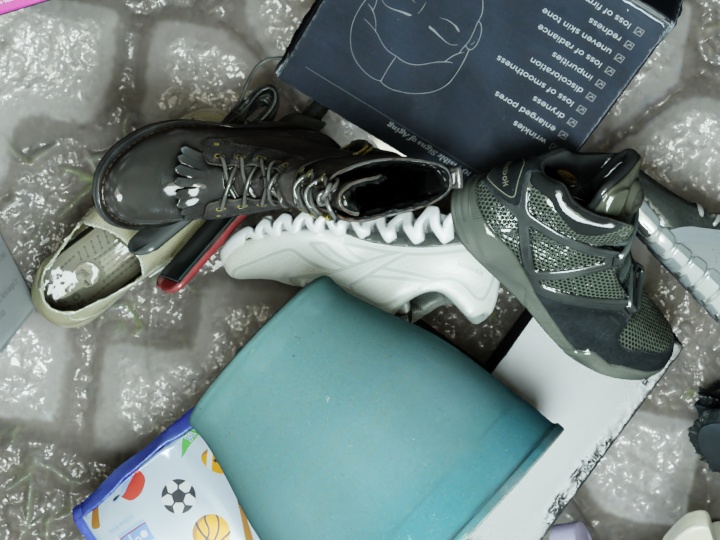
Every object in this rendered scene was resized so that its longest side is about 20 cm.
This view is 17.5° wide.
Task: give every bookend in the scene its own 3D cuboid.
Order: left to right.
[{"bbox_3d":[0.087,0.071,1.653,0.200,0.092,0.199,35,96,-2],"label":"bookend"}]

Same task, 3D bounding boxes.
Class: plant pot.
[{"bbox_3d":[-0.003,0.113,1.526,0.188,0.200,0.200,43,100,6],"label":"plant pot"}]

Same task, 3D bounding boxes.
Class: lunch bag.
[{"bbox_3d":[-0.082,0.190,1.667,0.170,0.124,0.200,-39,108,7],"label":"lunch bag"}]

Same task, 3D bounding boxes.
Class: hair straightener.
[{"bbox_3d":[-0.087,-0.080,1.608,0.200,0.041,0.077,-45,117,-10],"label":"hair straightener"}]

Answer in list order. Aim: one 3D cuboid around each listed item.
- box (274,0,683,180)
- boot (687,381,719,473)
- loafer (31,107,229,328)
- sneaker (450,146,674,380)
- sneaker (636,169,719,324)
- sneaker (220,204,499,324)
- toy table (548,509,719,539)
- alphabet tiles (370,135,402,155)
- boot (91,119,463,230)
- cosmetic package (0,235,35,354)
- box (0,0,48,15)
[{"bbox_3d":[0.083,-0.172,1.534,0.199,0.124,0.197,31,128,-5],"label":"box"},{"bbox_3d":[0.295,0.167,1.617,0.076,0.200,0.169,-23,104,-3],"label":"boot"},{"bbox_3d":[-0.154,-0.030,1.647,0.076,0.068,0.200,42,98,-7],"label":"loafer"},{"bbox_3d":[0.161,-0.006,1.522,0.114,0.076,0.199,-26,122,35],"label":"sneaker"},{"bbox_3d":[0.270,-0.027,1.645,0.115,0.075,0.200,-43,108,4],"label":"sneaker"},{"bbox_3d":[0.000,0.000,1.588,0.199,0.075,0.082,-2,83,14],"label":"sneaker"},{"bbox_3d":[0.211,0.255,1.657,0.116,0.184,0.200,-11,135,14],"label":"toy table"},{"bbox_3d":[0.068,-0.174,1.641,0.195,0.015,0.200,-37,99,8],"label":"alphabet tiles"},{"bbox_3d":[-0.056,-0.060,1.512,0.199,0.174,0.070,-13,105,-27],"label":"boot"},{"bbox_3d":[-0.350,-0.009,1.607,0.167,0.166,0.201,-27,99,7],"label":"cosmetic package"},{"bbox_3d":[-0.221,-0.249,1.581,0.199,0.115,0.133,-16,100,3],"label":"box"}]
